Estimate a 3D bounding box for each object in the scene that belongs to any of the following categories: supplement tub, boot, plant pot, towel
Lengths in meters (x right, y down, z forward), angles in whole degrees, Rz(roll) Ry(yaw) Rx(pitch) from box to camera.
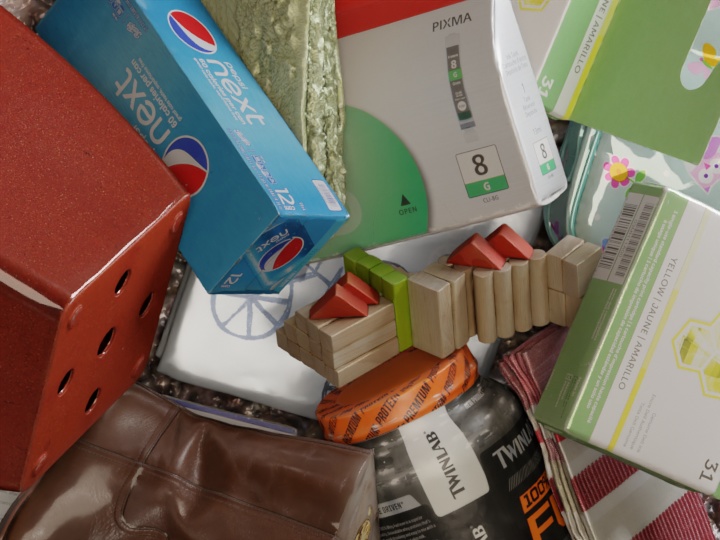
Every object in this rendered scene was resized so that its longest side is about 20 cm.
[{"bbox_3d":[0.059,0.148,1.582,0.122,0.123,0.200,-27,102,-2],"label":"supplement tub"},{"bbox_3d":[-0.098,0.162,1.523,0.200,0.064,0.187,18,87,13],"label":"boot"},{"bbox_3d":[-0.207,0.000,1.462,0.176,0.200,0.200,28,128,12],"label":"plant pot"},{"bbox_3d":[-0.074,-0.111,1.566,0.148,0.036,0.201,-5,87,36],"label":"towel"},{"bbox_3d":[0.151,0.120,1.598,0.023,0.144,0.200,-18,95,33],"label":"towel"}]

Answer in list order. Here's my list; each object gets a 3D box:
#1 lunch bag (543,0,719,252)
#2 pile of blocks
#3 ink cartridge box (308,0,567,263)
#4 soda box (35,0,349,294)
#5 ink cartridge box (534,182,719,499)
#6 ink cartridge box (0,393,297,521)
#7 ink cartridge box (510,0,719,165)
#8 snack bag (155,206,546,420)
[{"bbox_3d":[0.199,-0.083,1.609,0.160,0.077,0.200,18,91,-7],"label":"lunch bag"},{"bbox_3d":[0.050,0.002,1.547,0.199,0.082,0.062,-12,124,-10],"label":"pile of blocks"},{"bbox_3d":[0.011,-0.117,1.549,0.161,0.050,0.200,-14,100,30],"label":"ink cartridge box"},{"bbox_3d":[-0.095,-0.083,1.518,0.068,0.064,0.200,-47,63,27],"label":"soda box"},{"bbox_3d":[0.211,0.056,1.540,0.200,0.048,0.146,25,86,-23],"label":"ink cartridge box"},{"bbox_3d":[-0.149,0.165,1.590,0.196,0.043,0.201,14,88,6],"label":"ink cartridge box"},{"bbox_3d":[0.133,-0.154,1.555,0.048,0.200,0.146,22,91,-43],"label":"ink cartridge box"},{"bbox_3d":[0.000,0.000,1.631,0.200,0.021,0.189,18,92,-7],"label":"snack bag"}]
